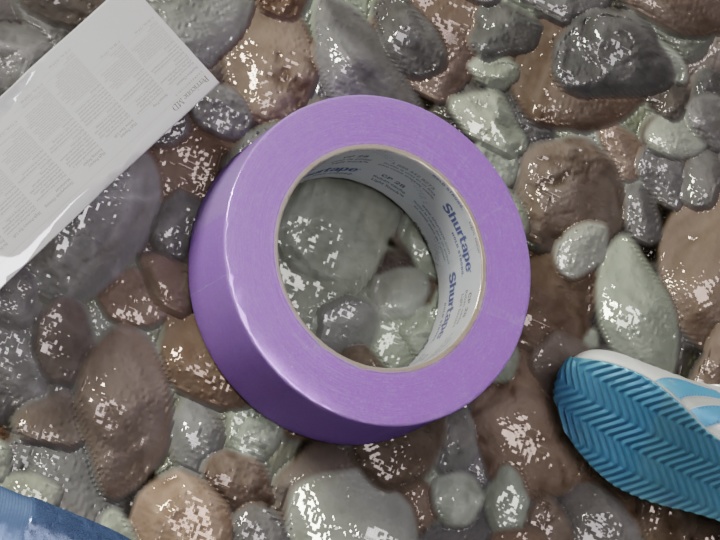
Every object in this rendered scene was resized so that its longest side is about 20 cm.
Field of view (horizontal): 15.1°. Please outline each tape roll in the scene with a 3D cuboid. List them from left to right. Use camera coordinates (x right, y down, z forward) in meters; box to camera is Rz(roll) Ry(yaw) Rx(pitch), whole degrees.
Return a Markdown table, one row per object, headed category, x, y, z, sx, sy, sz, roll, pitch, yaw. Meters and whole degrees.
| category | x | y | z | sx | sy | sz | roll | pitch | yaw |
| --- | --- | --- | --- | --- | --- | --- | --- | --- | --- |
| tape roll | 0.000 | 0.000 | 1.626 | 0.199 | 0.066 | 0.202 | 6 | 75 | -23 |

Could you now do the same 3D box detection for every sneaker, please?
| category | x | y | z | sx | sy | sz | roll | pitch | yaw |
| --- | --- | --- | --- | --- | --- | --- | --- | --- | --- |
| sneaker | 0.212 | 0.104 | 1.694 | 0.199 | 0.077 | 0.081 | 26 | 26 | -2 |

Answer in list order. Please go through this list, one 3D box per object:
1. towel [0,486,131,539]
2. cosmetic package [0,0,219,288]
| category | x | y | z | sx | sy | sz | roll | pitch | yaw |
| --- | --- | --- | --- | --- | --- | --- | --- | --- | --- |
| towel | -0.203 | 0.175 | 1.498 | 0.199 | 0.048 | 0.112 | 25 | 68 | -16 |
| cosmetic package | -0.180 | -0.071 | 1.571 | 0.083 | 0.051 | 0.200 | 47 | 63 | -4 |
